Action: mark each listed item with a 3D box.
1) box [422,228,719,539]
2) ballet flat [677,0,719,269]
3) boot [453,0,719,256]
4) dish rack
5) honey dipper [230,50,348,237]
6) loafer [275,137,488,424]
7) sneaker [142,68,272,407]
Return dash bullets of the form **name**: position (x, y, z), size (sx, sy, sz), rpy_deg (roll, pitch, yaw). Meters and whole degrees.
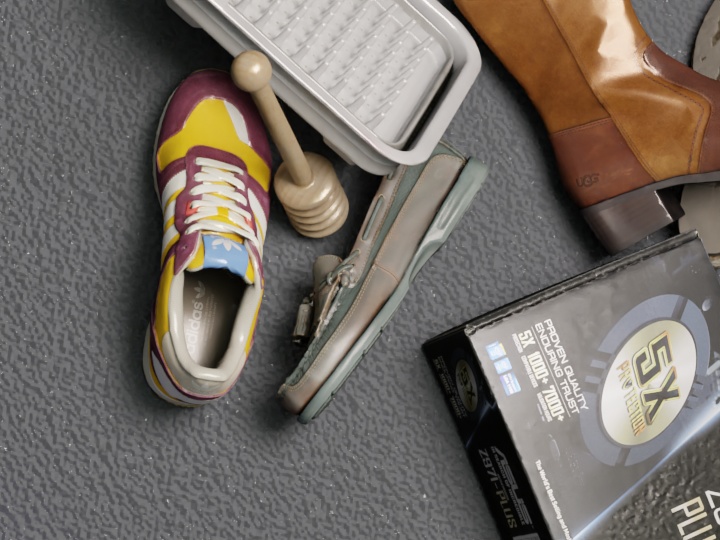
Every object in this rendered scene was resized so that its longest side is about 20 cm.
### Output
- **box**: position (0.155, 0.100, 1.673), size (0.163, 0.086, 0.200), rpy_deg (-21, 88, -19)
- **ballet flat**: position (0.237, -0.094, 1.751), size (0.067, 0.046, 0.201), rpy_deg (5, 72, 21)
- **boot**: position (0.178, -0.138, 1.690), size (0.188, 0.068, 0.200), rpy_deg (-30, 88, 19)
- **dish rack**: position (-0.029, -0.147, 1.645), size (0.200, 0.044, 0.172), rpy_deg (41, 34, -7)
- **honey dipper**: position (-0.041, -0.074, 1.586), size (0.038, 0.200, 0.038), rpy_deg (-4, 67, 8)
- **loafer**: position (0.000, 0.000, 1.656), size (0.063, 0.072, 0.200), rpy_deg (36, 65, -1)
- **sneaker**: position (-0.082, -0.023, 1.619), size (0.075, 0.090, 0.201), rpy_deg (4, 81, -16)
